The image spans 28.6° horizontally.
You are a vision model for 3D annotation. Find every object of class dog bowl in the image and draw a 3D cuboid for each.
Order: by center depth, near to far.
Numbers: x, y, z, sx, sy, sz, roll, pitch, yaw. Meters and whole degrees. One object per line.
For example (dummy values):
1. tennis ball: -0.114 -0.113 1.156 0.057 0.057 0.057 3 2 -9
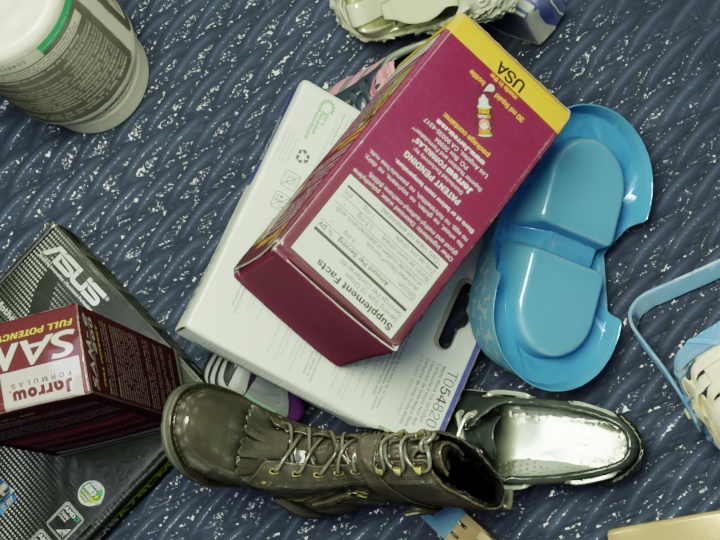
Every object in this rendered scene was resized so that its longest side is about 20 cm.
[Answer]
1. dog bowl: 0.137 -0.016 0.995 0.111 0.049 0.202 19 81 -28

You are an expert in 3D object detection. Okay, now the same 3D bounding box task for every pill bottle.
1. pill bottle: -0.235 -0.175 1.054 0.112 0.200 0.114 -2 78 12

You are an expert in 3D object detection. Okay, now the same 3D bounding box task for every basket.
1. basket: 0.291 0.052 0.936 0.175 0.139 0.201 -29 39 6

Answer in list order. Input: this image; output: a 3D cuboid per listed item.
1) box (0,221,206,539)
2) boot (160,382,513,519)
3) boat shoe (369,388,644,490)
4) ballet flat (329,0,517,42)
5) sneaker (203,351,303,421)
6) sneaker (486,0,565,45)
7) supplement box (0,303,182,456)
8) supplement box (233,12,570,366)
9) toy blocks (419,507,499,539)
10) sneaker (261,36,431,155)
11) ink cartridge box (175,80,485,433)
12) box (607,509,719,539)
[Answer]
1. box: -0.231 0.100 1.079 0.193 0.048 0.200 -45 74 2
2. boot: -0.013 0.119 0.935 0.173 0.199 0.070 -9 62 42
3. boat shoe: 0.098 0.117 0.995 0.198 0.060 0.076 -4 78 12
4. ballet flat: 0.028 -0.198 1.017 0.199 0.071 0.072 2 77 52
5. sneaker: -0.032 0.025 1.053 0.087 0.074 0.201 40 74 -22
6. sneaker: 0.083 -0.270 1.065 0.199 0.081 0.116 38 91 18
7. supplement box: -0.198 0.079 0.950 0.108 0.200 0.061 -14 77 7
8. supplement box: 0.025 -0.049 0.921 0.103 0.131 0.200 41 73 -9
9. toy blocks: 0.048 0.246 0.974 0.136 0.100 0.200 39 88 28
10. sneaker: 0.008 -0.127 1.052 0.199 0.082 0.071 -28 77 6
11. ink cartridge box: 0.000 0.000 0.997 0.199 0.041 0.201 29 75 -11
12. box: 0.273 0.235 0.934 0.198 0.021 0.165 -14 75 22
